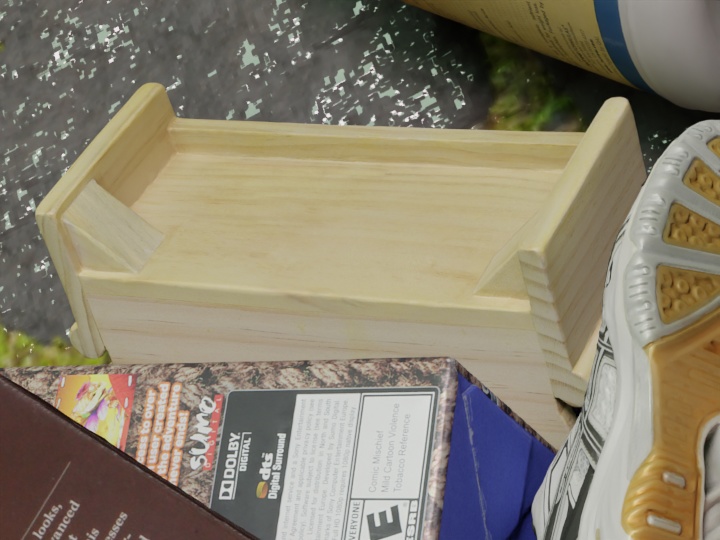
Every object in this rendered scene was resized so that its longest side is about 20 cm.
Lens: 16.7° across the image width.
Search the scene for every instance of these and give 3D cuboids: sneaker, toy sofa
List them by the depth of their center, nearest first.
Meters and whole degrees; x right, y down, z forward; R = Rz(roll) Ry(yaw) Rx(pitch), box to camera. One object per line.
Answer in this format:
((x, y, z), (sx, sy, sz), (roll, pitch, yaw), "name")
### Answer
((0.085, 0.046, 0.728), (0.088, 0.075, 0.201), (-39, 29, 53), "sneaker")
((0.000, 0.000, 0.824), (0.199, 0.098, 0.083), (4, 40, 29), "toy sofa")

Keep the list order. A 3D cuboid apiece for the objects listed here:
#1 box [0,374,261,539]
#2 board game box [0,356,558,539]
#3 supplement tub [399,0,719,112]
((-0.050, 0.116, 0.653), (0.200, 0.075, 0.100), (29, 84, 32), "box")
((-0.051, 0.119, 0.754), (0.199, 0.097, 0.160), (-2, 67, 26), "board game box")
((0.067, -0.147, 0.822), (0.199, 0.145, 0.145), (25, 76, 35), "supplement tub")
